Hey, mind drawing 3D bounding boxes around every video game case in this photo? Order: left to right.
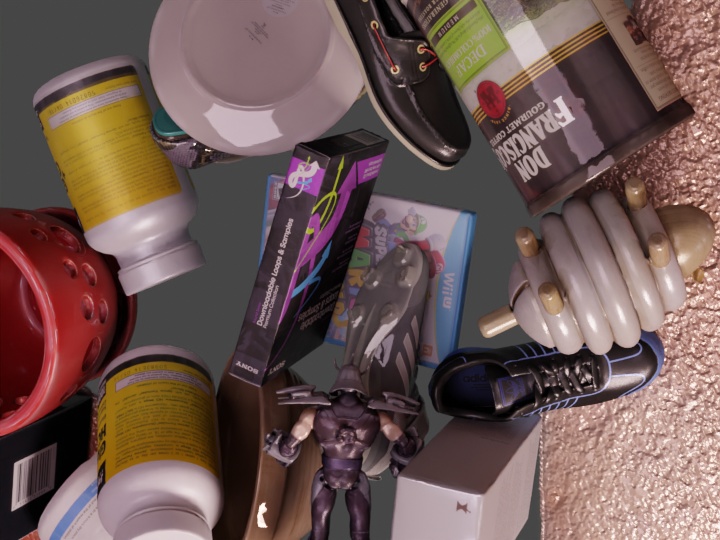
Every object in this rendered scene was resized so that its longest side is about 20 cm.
[{"bbox_3d":[0.000,0.000,1.047,0.197,0.018,0.145,12,104,19],"label":"video game case"}]

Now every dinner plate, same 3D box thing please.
[{"bbox_3d":[-0.087,-0.197,0.990,0.197,0.024,0.203,-1,76,4],"label":"dinner plate"}]

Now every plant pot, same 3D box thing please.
[{"bbox_3d":[-0.318,0.036,1.093,0.197,0.182,0.204,5,102,22],"label":"plant pot"},{"bbox_3d":[-0.075,0.171,1.047,0.091,0.201,0.204,7,107,-20],"label":"plant pot"}]

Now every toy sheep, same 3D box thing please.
[{"bbox_3d":[0.182,0.002,0.909,0.197,0.138,0.140,-20,93,10],"label":"toy sheep"}]

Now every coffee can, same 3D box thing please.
[{"bbox_3d":[0.141,-0.164,0.888,0.146,0.146,0.202,-33,87,24],"label":"coffee can"}]

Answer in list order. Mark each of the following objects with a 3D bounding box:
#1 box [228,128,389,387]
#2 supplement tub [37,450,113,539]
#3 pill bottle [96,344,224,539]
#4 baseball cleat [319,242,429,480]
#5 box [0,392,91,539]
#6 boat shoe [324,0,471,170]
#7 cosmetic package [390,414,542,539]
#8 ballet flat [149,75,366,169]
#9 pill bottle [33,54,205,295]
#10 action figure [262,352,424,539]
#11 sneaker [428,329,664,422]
[{"bbox_3d":[-0.041,-0.014,0.974,0.036,0.143,0.202,24,109,14],"label":"box"},{"bbox_3d":[-0.201,0.273,1.120,0.200,0.132,0.132,42,112,11],"label":"supplement tub"},{"bbox_3d":[-0.180,0.174,1.039,0.111,0.202,0.114,-6,133,-7],"label":"pill bottle"},{"bbox_3d":[0.027,0.081,1.010,0.069,0.106,0.202,15,80,49],"label":"baseball cleat"},{"bbox_3d":[-0.404,0.181,1.147,0.194,0.200,0.126,12,103,19],"label":"box"},{"bbox_3d":[0.037,-0.180,0.958,0.063,0.073,0.203,-26,93,43],"label":"boat shoe"},{"bbox_3d":[0.089,0.187,0.948,0.070,0.200,0.103,11,103,19],"label":"cosmetic package"},{"bbox_3d":[-0.085,-0.134,1.026,0.197,0.072,0.073,-14,96,2],"label":"ballet flat"},{"bbox_3d":[-0.215,-0.086,1.066,0.111,0.112,0.203,-21,92,24],"label":"pill bottle"},{"bbox_3d":[-0.016,0.167,0.918,0.128,0.069,0.204,4,87,7],"label":"action figure"},{"bbox_3d":[0.153,0.091,0.963,0.197,0.078,0.071,-11,99,17],"label":"sneaker"}]
